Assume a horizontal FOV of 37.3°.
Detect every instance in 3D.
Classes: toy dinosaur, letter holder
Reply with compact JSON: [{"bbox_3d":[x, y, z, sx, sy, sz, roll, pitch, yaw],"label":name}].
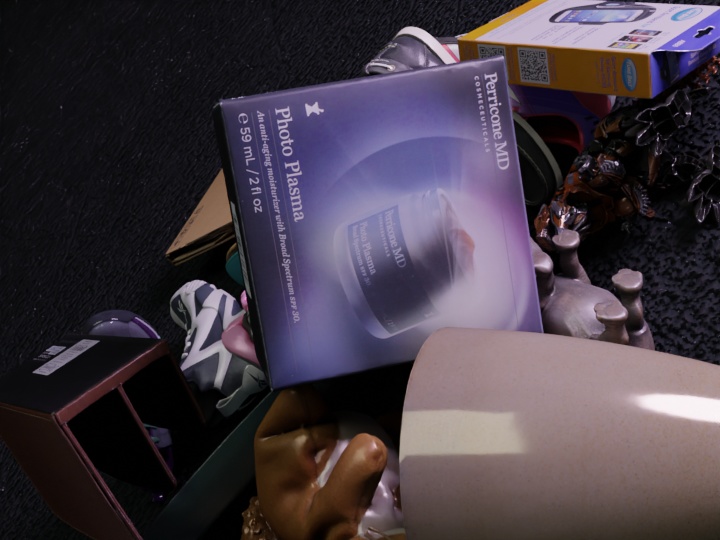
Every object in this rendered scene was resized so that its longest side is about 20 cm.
[{"bbox_3d":[0.216,-0.098,0.840,0.136,0.102,0.200,14,82,68],"label":"toy dinosaur"},{"bbox_3d":[-0.204,0.137,0.858,0.101,0.142,0.200,-36,18,-30],"label":"letter holder"}]

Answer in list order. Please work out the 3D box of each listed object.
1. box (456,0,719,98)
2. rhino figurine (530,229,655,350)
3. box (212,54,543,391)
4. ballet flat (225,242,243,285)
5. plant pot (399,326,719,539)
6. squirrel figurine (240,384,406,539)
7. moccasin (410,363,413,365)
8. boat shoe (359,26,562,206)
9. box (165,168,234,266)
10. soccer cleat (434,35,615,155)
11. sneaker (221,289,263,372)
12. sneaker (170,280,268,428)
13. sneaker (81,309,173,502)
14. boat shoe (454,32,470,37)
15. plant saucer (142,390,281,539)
[{"bbox_3d":[0.192,-0.179,0.850,0.200,0.042,0.119,18,39,40],"label":"box"},{"bbox_3d":[0.150,0.020,0.798,0.060,0.088,0.200,-23,31,-13],"label":"rhino figurine"},{"bbox_3d":[0.010,-0.039,0.766,0.198,0.200,0.123,-11,9,-9],"label":"box"},{"bbox_3d":[-0.085,-0.034,1.076,0.063,0.069,0.200,-47,11,-25],"label":"ballet flat"},{"bbox_3d":[0.151,0.120,0.635,0.200,0.187,0.187,-6,50,26],"label":"plant pot"},{"bbox_3d":[-0.011,0.206,0.769,0.200,0.141,0.187,-50,43,21],"label":"squirrel figurine"},{"bbox_3d":[0.001,0.000,0.870,0.078,0.201,0.074,-42,31,-22],"label":"moccasin"},{"bbox_3d":[0.086,-0.121,0.923,0.068,0.200,0.072,-45,-4,-35],"label":"boat shoe"},{"bbox_3d":[-0.128,-0.102,1.221,0.163,0.021,0.200,-22,31,42],"label":"box"},{"bbox_3d":[0.122,-0.155,0.952,0.200,0.068,0.073,15,65,15],"label":"soccer cleat"},{"bbox_3d":[-0.060,0.020,0.931,0.095,0.079,0.200,-61,7,14],"label":"sneaker"},{"bbox_3d":[-0.157,0.089,1.056,0.199,0.080,0.130,20,62,43],"label":"sneaker"},{"bbox_3d":[-0.205,0.127,0.994,0.074,0.200,0.088,-17,43,-8],"label":"sneaker"},{"bbox_3d":[0.158,-0.198,1.015,0.200,0.067,0.074,2,58,48],"label":"boat shoe"},{"bbox_3d":[-0.100,0.161,0.893,0.200,0.036,0.200,-47,-5,-5],"label":"plant saucer"}]
